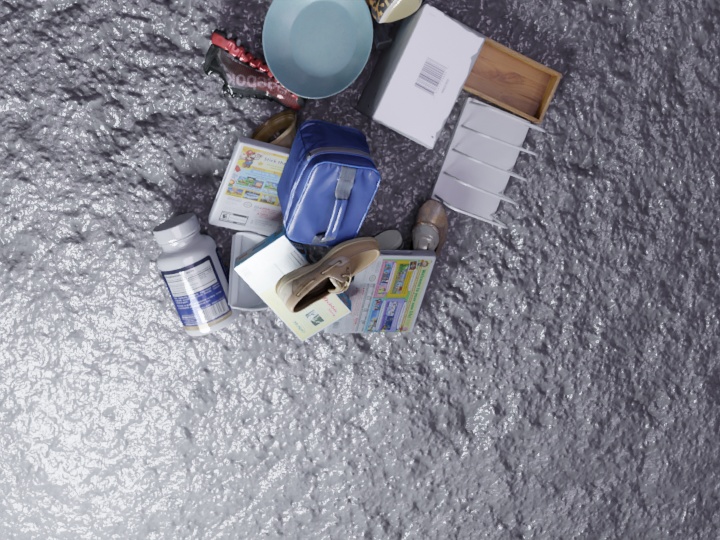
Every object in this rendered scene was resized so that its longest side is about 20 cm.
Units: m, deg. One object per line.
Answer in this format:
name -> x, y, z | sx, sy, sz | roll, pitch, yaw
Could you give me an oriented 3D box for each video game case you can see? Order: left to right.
video game case -> -0.150, -0.138, 1.453 | 0.197, 0.023, 0.183 | 11, 129, -25
video game case -> 0.033, 0.041, 1.522 | 0.179, 0.022, 0.202 | 0, 132, -15

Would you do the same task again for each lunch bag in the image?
lunch bag -> -0.059, -0.131, 1.376 | 0.134, 0.133, 0.202 | 6, 130, -22

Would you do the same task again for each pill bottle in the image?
pill bottle -> -0.299, 0.005, 1.472 | 0.109, 0.111, 0.203 | -20, 108, -5

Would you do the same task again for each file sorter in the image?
file sorter -> 0.240, -0.198, 1.520 | 0.137, 0.125, 0.203 | 17, 101, -16

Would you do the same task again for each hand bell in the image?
hand bell -> -0.108, -0.178, 1.486 | 0.103, 0.104, 0.201 | -35, 122, 0

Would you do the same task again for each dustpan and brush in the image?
dustpan and brush -> -0.149, 0.011, 1.521 | 0.198, 0.057, 0.142 | 12, 77, -48

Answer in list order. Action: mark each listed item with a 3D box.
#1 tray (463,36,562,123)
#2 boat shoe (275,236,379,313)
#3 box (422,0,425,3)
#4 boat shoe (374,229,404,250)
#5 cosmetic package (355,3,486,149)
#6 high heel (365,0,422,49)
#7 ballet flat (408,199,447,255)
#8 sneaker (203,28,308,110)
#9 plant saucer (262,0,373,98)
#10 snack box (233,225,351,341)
tray -> 0.268, -0.360, 1.527 | 0.197, 0.037, 0.100 | 20, 100, -17
boat shoe -> -0.045, 0.011, 1.384 | 0.198, 0.065, 0.072 | -29, 143, -14
box -> 0.142, -0.562, 1.435 | 0.200, 0.049, 0.082 | -43, 108, 2
boat shoe -> 0.000, 0.000, 1.552 | 0.198, 0.073, 0.062 | -32, 132, -6
cosmetic package -> 0.096, -0.336, 1.410 | 0.121, 0.200, 0.202 | 24, 99, -13
high heel -> 0.037, -0.469, 1.323 | 0.070, 0.200, 0.145 | -16, 81, -20
ballet flat -> 0.118, -0.033, 1.539 | 0.067, 0.067, 0.203 | 16, 121, 9
sneaker -> -0.187, -0.328, 1.422 | 0.199, 0.071, 0.099 | 32, 97, -16
plant saucer -> -0.068, -0.390, 1.369 | 0.197, 0.039, 0.205 | 2, 97, 18
snack box -> -0.117, 0.027, 1.450 | 0.115, 0.037, 0.201 | -30, 119, 18
